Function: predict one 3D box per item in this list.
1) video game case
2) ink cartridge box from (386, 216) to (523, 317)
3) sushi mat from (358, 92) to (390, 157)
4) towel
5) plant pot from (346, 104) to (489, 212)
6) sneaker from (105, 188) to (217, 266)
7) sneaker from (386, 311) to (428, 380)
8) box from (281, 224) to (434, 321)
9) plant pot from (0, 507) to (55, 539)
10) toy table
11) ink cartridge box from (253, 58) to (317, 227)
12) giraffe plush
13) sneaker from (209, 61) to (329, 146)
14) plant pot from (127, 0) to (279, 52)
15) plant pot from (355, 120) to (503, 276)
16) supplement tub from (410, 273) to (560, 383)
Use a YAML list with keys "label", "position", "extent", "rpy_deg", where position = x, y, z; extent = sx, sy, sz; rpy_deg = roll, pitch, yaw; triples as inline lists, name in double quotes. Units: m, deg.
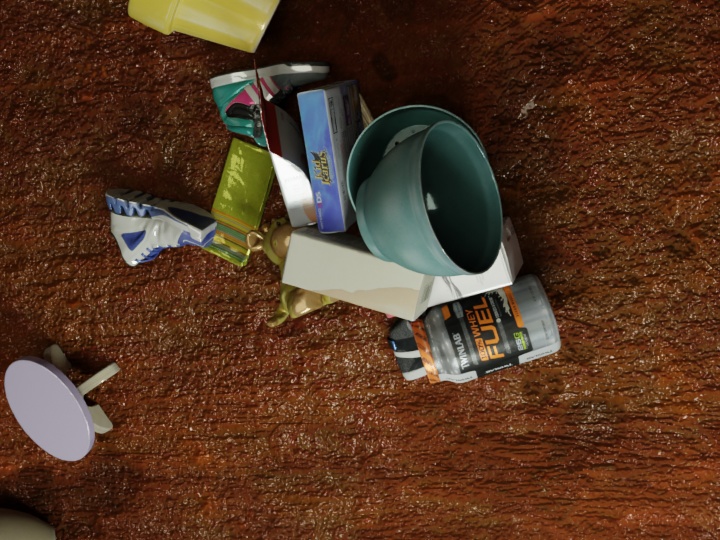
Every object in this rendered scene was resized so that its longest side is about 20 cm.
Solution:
- label: "video game case"
  position: [-0.033, -0.171, 1.428]
  extent: [0.045, 0.181, 0.200]
  rpy_deg: [-4, 103, 16]
- label: "ink cartridge box"
  position: [0.134, -0.007, 1.464]
  extent: [0.200, 0.146, 0.085]
  rpy_deg: [-18, 98, 19]
- label: "sushi mat"
  position: [0.006, -0.170, 1.523]
  extent: [0.096, 0.012, 0.200]
  rpy_deg: [-27, 97, 21]
- label: "towel"
  position: [-0.199, -0.110, 1.591]
  extent: [0.086, 0.018, 0.200]
  rpy_deg: [22, 110, 7]
- label: "plant pot"
  position: [0.087, -0.147, 1.421]
  extent: [0.200, 0.161, 0.201]
  rpy_deg: [1, 104, 5]
- label: "sneaker"
  position: [-0.335, -0.058, 1.616]
  extent: [0.199, 0.081, 0.115]
  rpy_deg: [18, 113, 16]
- label: "sneaker"
  position: [0.130, 0.090, 1.532]
  extent: [0.200, 0.073, 0.112]
  rpy_deg: [-26, 99, 21]
- label: "box"
  position: [0.000, 0.000, 1.379]
  extent: [0.200, 0.095, 0.078]
  rpy_deg: [16, 104, 15]
- label: "plant pot"
  position: [-0.638, 0.535, 1.816]
  extent: [0.134, 0.200, 0.201]
  rpy_deg: [-5, 108, -21]
- label: "toy table"
  position: [-0.522, 0.224, 1.718]
  extent: [0.184, 0.117, 0.200]
  rpy_deg: [-18, 101, 18]
- label: "ink cartridge box"
  position: [-0.105, -0.188, 1.402]
  extent: [0.050, 0.162, 0.200]
  rpy_deg: [-12, 128, -1]
- label: "giraffe plush"
  position: [-0.089, -0.018, 1.536]
  extent: [0.200, 0.172, 0.162]
  rpy_deg: [-24, 88, 54]
- label: "sneaker"
  position: [-0.134, -0.253, 1.496]
  extent: [0.200, 0.084, 0.121]
  rpy_deg: [-5, 99, 24]
- label: "plant pot"
  position: [-0.211, -0.419, 1.424]
  extent: [0.189, 0.201, 0.201]
  rpy_deg: [26, 111, -11]
- label: "plant pot"
  position: [0.079, -0.080, 1.272]
  extent: [0.134, 0.200, 0.201]
  rpy_deg: [-14, 102, 35]
- label: "supplement tub"
  position: [0.182, 0.090, 1.430]
  extent: [0.200, 0.123, 0.123]
  rpy_deg: [-19, 100, 4]
